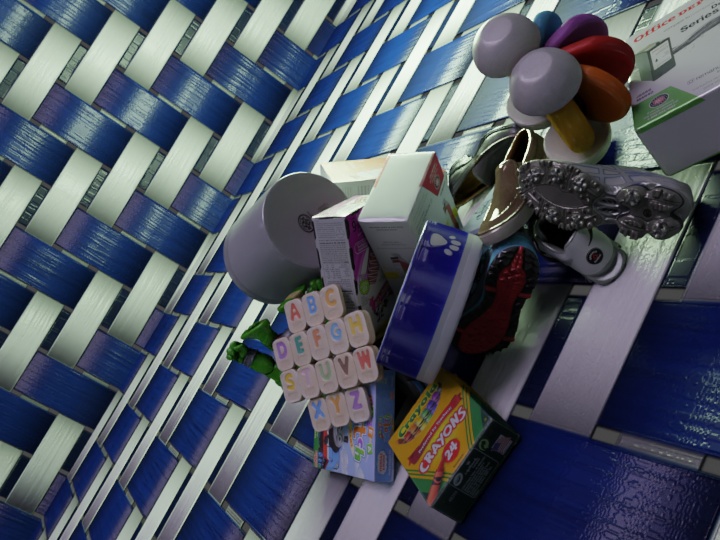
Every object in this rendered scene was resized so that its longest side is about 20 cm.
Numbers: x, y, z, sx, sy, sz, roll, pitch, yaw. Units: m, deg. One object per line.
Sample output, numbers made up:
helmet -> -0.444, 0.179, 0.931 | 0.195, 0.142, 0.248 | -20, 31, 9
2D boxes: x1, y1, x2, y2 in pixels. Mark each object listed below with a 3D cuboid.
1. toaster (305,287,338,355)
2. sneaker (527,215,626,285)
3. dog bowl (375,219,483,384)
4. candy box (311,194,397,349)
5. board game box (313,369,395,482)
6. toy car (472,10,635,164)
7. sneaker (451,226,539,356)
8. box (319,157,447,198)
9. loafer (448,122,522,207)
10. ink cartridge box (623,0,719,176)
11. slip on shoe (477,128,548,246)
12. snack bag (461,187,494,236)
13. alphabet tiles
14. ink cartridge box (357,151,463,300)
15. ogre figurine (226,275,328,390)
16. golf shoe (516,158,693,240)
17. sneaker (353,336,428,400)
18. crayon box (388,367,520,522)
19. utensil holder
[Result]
toaster -> -0.022, 0.038, 1.412 | 0.200, 0.118, 0.181 | -55, 13, 4
sneaker -> 0.250, -0.051, 1.025 | 0.074, 0.088, 0.200 | -56, 19, 4
dog bowl -> 0.089, 0.040, 1.049 | 0.200, 0.078, 0.201 | 21, -90, -86
candy box -> 0.000, 0.000, 1.204 | 0.061, 0.201, 0.136 | 0, 19, 29
board game box -> -0.012, 0.222, 1.196 | 0.200, 0.036, 0.152 | -13, 74, 60
toy car -> 0.241, -0.234, 0.963 | 0.150, 0.175, 0.200 | -40, 49, 10
sneaker -> 0.177, 0.026, 1.049 | 0.096, 0.079, 0.200 | -77, 9, -51
box -> 0.038, -0.131, 1.427 | 0.152, 0.199, 0.107 | -122, 27, -67
loafer -> 0.211, -0.167, 1.316 | 0.200, 0.073, 0.073 | -43, 30, 56
ink cartridge box -> 0.392, -0.226, 0.938 | 0.145, 0.084, 0.201 | -28, 33, 33
slip on shoe -> 0.192, -0.109, 1.023 | 0.076, 0.061, 0.200 | -22, 23, 52
snack bag -> 0.236, -0.116, 1.149 | 0.188, 0.021, 0.200 | -25, 19, 52
alphabet tiles -> -0.051, 0.126, 1.157 | 0.200, 0.015, 0.197 | -22, 78, 42
ink cartridge box -> 0.087, -0.055, 1.214 | 0.083, 0.200, 0.146 | 0, 49, 28
ogre figurine -> -0.103, 0.109, 1.271 | 0.200, 0.120, 0.098 | -40, 10, -9
golf shoe -> 0.282, -0.089, 0.937 | 0.097, 0.199, 0.079 | -33, -46, -45
sneaker -> 0.048, 0.156, 1.205 | 0.200, 0.073, 0.082 | 32, 112, 60
crayon box -> 0.106, 0.206, 1.020 | 0.127, 0.051, 0.200 | -56, 20, 3
utensil holder -> -0.117, -0.050, 1.321 | 0.200, 0.169, 0.171 | -34, 29, 61
